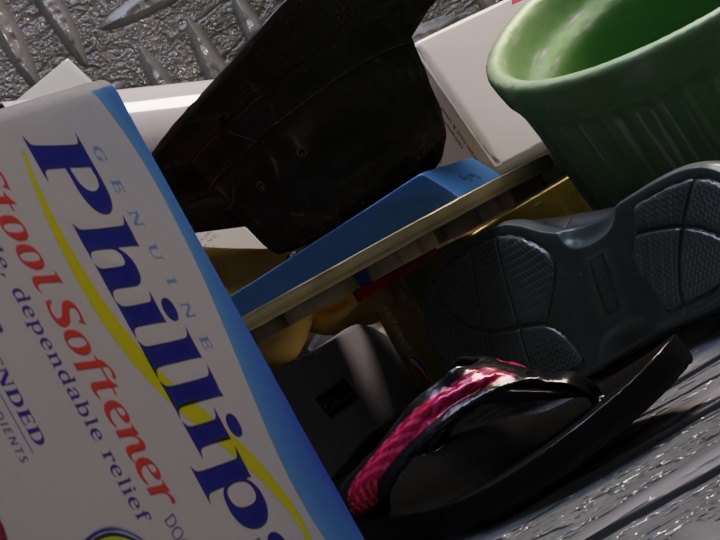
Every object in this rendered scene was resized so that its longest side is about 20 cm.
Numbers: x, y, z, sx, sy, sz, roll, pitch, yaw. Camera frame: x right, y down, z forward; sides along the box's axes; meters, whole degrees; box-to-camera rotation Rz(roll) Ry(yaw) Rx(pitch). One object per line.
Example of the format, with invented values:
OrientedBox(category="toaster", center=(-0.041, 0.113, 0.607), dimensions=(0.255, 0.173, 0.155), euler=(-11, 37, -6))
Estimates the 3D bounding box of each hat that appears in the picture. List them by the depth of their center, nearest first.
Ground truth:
OrientedBox(category="hat", center=(-0.013, -0.060, 0.867), dimensions=(0.200, 0.081, 0.201), euler=(-35, -9, -6))

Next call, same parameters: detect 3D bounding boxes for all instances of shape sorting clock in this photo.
OrientedBox(category="shape sorting clock", center=(0.000, 0.000, 0.855), dimensions=(0.199, 0.039, 0.200), euler=(-32, -2, -1))

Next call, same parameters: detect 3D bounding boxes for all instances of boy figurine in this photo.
OrientedBox(category="boy figurine", center=(-0.071, 0.017, 0.984), dimensions=(0.198, 0.065, 0.124), euler=(-9, 25, -8))

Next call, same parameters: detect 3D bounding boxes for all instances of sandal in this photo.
OrientedBox(category="sandal", center=(0.023, 0.060, 0.637), dimensions=(0.199, 0.045, 0.075), euler=(-29, 2, 41))

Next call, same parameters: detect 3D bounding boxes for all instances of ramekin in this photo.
OrientedBox(category="ramekin", center=(0.162, -0.096, 0.810), dimensions=(0.199, 0.098, 0.200), euler=(-30, 18, 11))

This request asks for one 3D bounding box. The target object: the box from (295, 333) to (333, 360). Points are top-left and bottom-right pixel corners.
OrientedBox(category="box", center=(0.034, -0.001, 1.282), dimensions=(0.158, 0.048, 0.200), euler=(-31, -15, -34))

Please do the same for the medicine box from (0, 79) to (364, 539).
OrientedBox(category="medicine box", center=(-0.108, 0.060, 0.532), dimensions=(0.103, 0.183, 0.200), euler=(-28, 3, 25))

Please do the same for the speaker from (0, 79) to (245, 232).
OrientedBox(category="speaker", center=(-0.090, -0.060, 0.995), dimensions=(0.199, 0.082, 0.081), euler=(-8, -6, -19))

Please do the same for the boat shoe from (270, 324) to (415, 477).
OrientedBox(category="boat shoe", center=(-0.046, 0.081, 0.918), dimensions=(0.070, 0.071, 0.200), euler=(-39, -5, 29))

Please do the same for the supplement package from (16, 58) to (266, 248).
OrientedBox(category="supplement package", center=(-0.170, 0.032, 1.092), dimensions=(0.191, 0.200, 0.147), euler=(-44, -7, -24))

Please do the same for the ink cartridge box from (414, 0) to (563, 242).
OrientedBox(category="ink cartridge box", center=(0.077, -0.070, 1.062), dimensions=(0.144, 0.085, 0.200), euler=(-27, -14, -26))

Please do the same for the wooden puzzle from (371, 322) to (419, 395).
OrientedBox(category="wooden puzzle", center=(0.021, 0.056, 1.114), dimensions=(0.184, 0.037, 0.200), euler=(-30, 6, -1))

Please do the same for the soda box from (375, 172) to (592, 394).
OrientedBox(category="soda box", center=(0.106, -0.012, 0.979), dimensions=(0.199, 0.068, 0.064), euler=(-30, 1, -19))

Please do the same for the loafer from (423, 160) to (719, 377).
OrientedBox(category="loafer", center=(0.105, 0.006, 0.760), dimensions=(0.063, 0.072, 0.200), euler=(-6, -9, -36))
